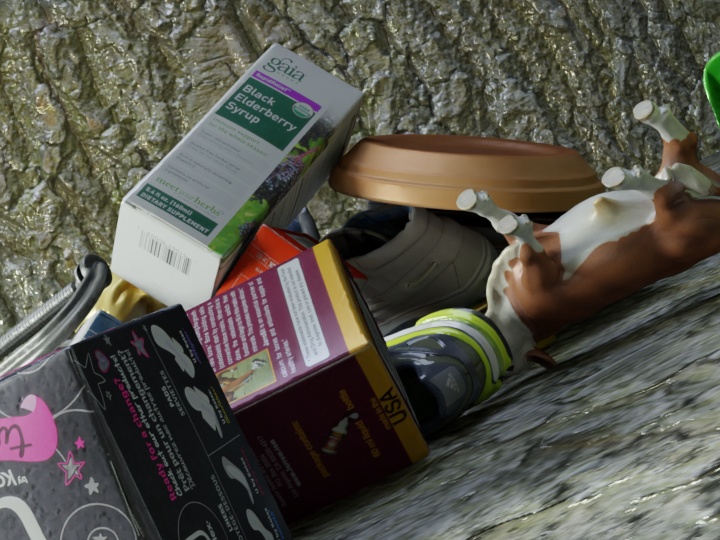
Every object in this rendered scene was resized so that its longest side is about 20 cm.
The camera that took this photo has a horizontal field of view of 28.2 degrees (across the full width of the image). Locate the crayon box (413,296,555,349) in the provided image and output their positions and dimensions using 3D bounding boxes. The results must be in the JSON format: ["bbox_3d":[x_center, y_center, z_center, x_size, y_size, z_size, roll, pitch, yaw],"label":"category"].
[{"bbox_3d":[0.048,0.067,1.023,0.125,0.052,0.200,-25,-1,-43],"label":"crayon box"}]

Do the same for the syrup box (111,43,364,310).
[{"bbox_3d":[-0.082,-0.064,0.991,0.200,0.079,0.082,-53,-10,-39],"label":"syrup box"}]

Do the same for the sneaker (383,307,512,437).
[{"bbox_3d":[-0.008,0.084,0.863,0.200,0.074,0.081,-29,3,31],"label":"sneaker"}]

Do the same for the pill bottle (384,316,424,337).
[{"bbox_3d":[0.001,0.053,1.252,0.119,0.120,0.200,-25,0,-24],"label":"pill bottle"}]

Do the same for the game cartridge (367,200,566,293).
[{"bbox_3d":[0.111,-0.018,1.100,0.199,0.042,0.133,5,-24,11],"label":"game cartridge"}]

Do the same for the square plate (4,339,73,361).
[{"bbox_3d":[-0.198,0.114,1.201,0.197,0.029,0.201,-7,-43,-19],"label":"square plate"}]

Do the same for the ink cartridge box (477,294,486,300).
[{"bbox_3d":[0.110,-0.003,1.337,0.147,0.086,0.200,-1,-11,-20],"label":"ink cartridge box"}]

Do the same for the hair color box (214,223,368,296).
[{"bbox_3d":[-0.084,0.069,0.964,0.200,0.061,0.101,-56,-14,6],"label":"hair color box"}]

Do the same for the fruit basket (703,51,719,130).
[{"bbox_3d":[0.288,-0.110,0.798,0.214,0.156,0.216,-17,-13,-4],"label":"fruit basket"}]

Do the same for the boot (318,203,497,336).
[{"bbox_3d":[0.000,0.000,1.059,0.200,0.095,0.074,-25,44,40],"label":"boot"}]

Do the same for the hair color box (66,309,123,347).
[{"bbox_3d":[-0.198,0.128,0.896,0.201,0.060,0.100,-60,11,-17],"label":"hair color box"}]

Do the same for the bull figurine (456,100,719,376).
[{"bbox_3d":[0.131,-0.013,0.853,0.199,0.121,0.065,-30,43,13],"label":"bull figurine"}]

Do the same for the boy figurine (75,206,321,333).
[{"bbox_3d":[-0.125,0.007,1.095,0.199,0.065,0.124,-19,-20,-19],"label":"boy figurine"}]

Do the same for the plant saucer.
[{"bbox_3d":[0.077,-0.073,1.029,0.199,0.038,0.200,2,10,0],"label":"plant saucer"}]

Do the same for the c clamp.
[{"bbox_3d":[-0.240,0.048,1.010,0.200,0.027,0.171,-33,17,30],"label":"c clamp"}]

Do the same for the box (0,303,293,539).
[{"bbox_3d":[-0.156,0.118,0.643,0.199,0.133,0.115,-26,0,18],"label":"box"}]

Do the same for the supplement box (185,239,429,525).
[{"bbox_3d":[-0.077,0.083,0.770,0.199,0.086,0.111,-27,32,3],"label":"supplement box"}]
